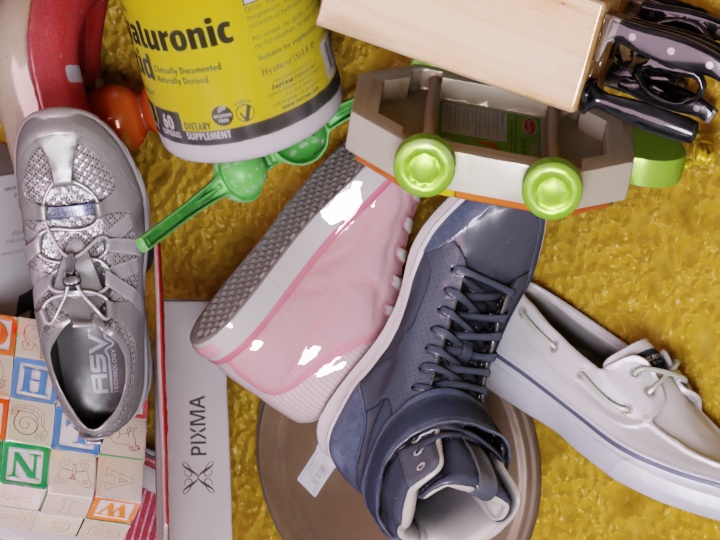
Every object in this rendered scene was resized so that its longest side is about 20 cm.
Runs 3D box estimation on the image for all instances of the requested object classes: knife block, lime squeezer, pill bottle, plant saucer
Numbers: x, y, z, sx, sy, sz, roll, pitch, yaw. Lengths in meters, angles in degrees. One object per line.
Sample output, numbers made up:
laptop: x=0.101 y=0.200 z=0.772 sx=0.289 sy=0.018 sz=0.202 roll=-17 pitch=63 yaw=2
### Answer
knife block: x=0.099 y=-0.126 z=1.515 sx=0.175 sy=0.199 sz=0.064 roll=41 pitch=120 yaw=54
lime squeezer: x=-0.049 y=-0.063 z=1.643 sx=0.071 sy=0.199 sz=0.038 roll=35 pitch=154 yaw=61
pill bottle: x=-0.084 y=-0.171 z=1.586 sx=0.111 sy=0.111 sz=0.201 roll=2 pitch=120 yaw=32
plant saucer: x=0.015 y=0.114 z=1.687 sx=0.199 sy=0.029 sz=0.202 roll=6 pitch=101 yaw=32

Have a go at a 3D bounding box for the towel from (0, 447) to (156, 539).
towel: x=-0.191 y=0.190 z=1.801 sx=0.143 sy=0.023 sz=0.201 roll=24 pitch=111 yaw=0

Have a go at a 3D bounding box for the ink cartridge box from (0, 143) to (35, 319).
ink cartridge box: x=-0.279 y=0.016 z=1.824 sx=0.145 sy=0.084 sz=0.201 roll=17 pitch=107 yaw=29

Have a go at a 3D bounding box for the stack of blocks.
stack of blocks: x=-0.231 y=0.088 z=1.710 sx=0.059 sy=0.199 sz=0.116 roll=120 pitch=156 yaw=-55

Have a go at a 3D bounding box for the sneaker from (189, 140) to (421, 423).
sneaker: x=0.000 y=0.000 z=1.637 sx=0.105 sy=0.201 sz=0.075 roll=43 pitch=167 yaw=-17

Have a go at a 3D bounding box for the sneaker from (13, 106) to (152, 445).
sneaker: x=-0.154 y=0.004 z=1.623 sx=0.074 sy=0.082 sz=0.201 roll=-10 pitch=110 yaw=3

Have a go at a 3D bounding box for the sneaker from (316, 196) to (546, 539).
sneaker: x=0.060 y=0.056 z=1.535 sx=0.203 sy=0.077 sz=0.146 roll=-62 pitch=27 yaw=15

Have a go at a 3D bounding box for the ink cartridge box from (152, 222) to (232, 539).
ink cartridge box: x=-0.097 y=0.102 z=1.637 sx=0.177 sy=0.044 sz=0.201 roll=99 pitch=169 yaw=-57

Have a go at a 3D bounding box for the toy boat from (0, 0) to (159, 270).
toy boat: x=-0.147 y=-0.094 z=1.721 sx=0.130 sy=0.131 sz=0.201 roll=-15 pitch=89 yaw=3

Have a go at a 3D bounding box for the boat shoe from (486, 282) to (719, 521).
boat shoe: x=0.147 y=0.070 z=1.568 sx=0.199 sy=0.073 sz=0.067 roll=28 pitch=109 yaw=27

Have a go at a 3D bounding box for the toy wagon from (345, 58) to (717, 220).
toy wagon: x=0.093 y=-0.069 z=1.533 sx=0.199 sy=0.155 sz=0.040 roll=11 pitch=114 yaw=0
